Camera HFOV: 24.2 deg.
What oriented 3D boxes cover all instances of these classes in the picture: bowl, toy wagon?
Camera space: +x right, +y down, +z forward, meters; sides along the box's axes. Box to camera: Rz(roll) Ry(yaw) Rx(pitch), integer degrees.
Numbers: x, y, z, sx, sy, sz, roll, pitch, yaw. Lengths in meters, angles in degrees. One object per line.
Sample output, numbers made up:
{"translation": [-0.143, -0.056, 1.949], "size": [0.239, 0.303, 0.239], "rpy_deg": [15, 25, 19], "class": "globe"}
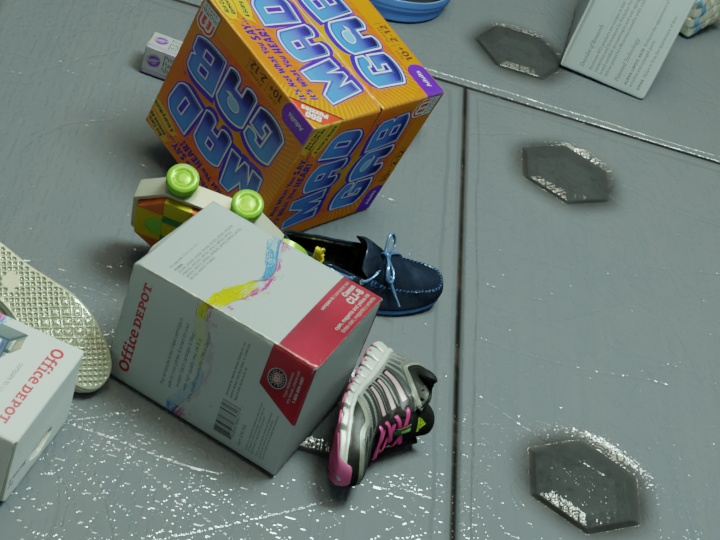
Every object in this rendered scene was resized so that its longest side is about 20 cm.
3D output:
{"translation": [0.035, -0.414, 2.355], "size": [0.200, 0.039, 0.201], "rpy_deg": [13, 38, -11], "class": "bowl"}
{"translation": [-0.134, -0.035, 1.702], "size": [0.200, 0.155, 0.040], "rpy_deg": [22, 64, 0], "class": "toy wagon"}

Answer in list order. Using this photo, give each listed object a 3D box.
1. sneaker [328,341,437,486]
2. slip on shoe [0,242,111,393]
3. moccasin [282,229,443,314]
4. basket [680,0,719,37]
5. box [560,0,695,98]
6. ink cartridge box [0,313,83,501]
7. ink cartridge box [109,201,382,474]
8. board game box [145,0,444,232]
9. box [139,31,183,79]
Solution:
{"translation": [0.026, 0.142, 1.618], "size": [0.087, 0.074, 0.200], "rpy_deg": [17, 31, 5], "class": "sneaker"}
{"translation": [-0.314, 0.041, 1.590], "size": [0.200, 0.061, 0.074], "rpy_deg": [41, 61, 6], "class": "slip on shoe"}
{"translation": [0.000, 0.000, 1.789], "size": [0.200, 0.068, 0.081], "rpy_deg": [5, 40, -22], "class": "moccasin"}
{"translation": [0.510, -0.466, 2.552], "size": [0.176, 0.139, 0.200], "rpy_deg": [39, 70, 22], "class": "basket"}
{"translation": [0.386, -0.386, 2.358], "size": [0.131, 0.200, 0.199], "rpy_deg": [23, 37, -1], "class": "box"}
{"translation": [-0.365, 0.098, 1.472], "size": [0.200, 0.088, 0.145], "rpy_deg": [26, 36, 3], "class": "ink cartridge box"}
{"translation": [-0.113, 0.060, 1.593], "size": [0.200, 0.145, 0.145], "rpy_deg": [30, 38, 11], "class": "ink cartridge box"}
{"translation": [-0.074, -0.180, 1.841], "size": [0.200, 0.200, 0.200], "rpy_deg": [-21, 65, -42], "class": "board game box"}
{"translation": [-0.164, -0.230, 2.024], "size": [0.200, 0.041, 0.039], "rpy_deg": [21, 37, -2], "class": "box"}
